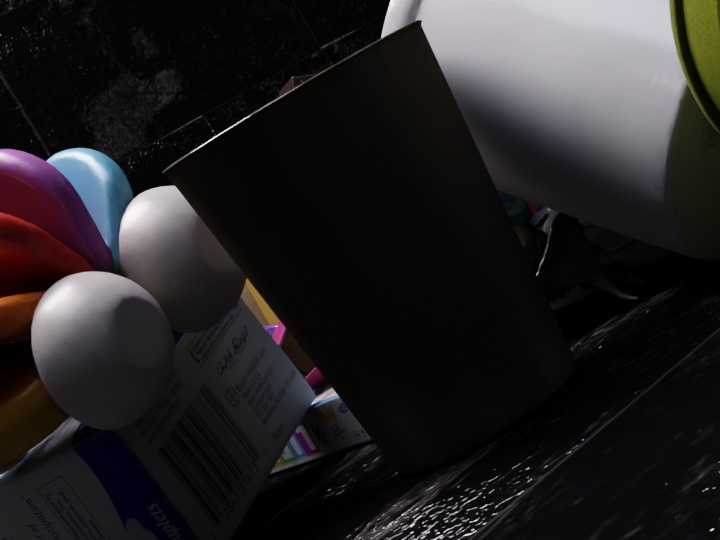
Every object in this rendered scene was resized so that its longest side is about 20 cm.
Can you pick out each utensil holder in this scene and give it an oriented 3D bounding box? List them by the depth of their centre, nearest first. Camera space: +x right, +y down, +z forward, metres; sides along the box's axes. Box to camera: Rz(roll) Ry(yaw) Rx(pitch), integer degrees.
[{"bbox_3d":[0.139,-0.109,1.059,0.200,0.170,0.170,23,43,37],"label":"utensil holder"}]

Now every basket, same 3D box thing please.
[{"bbox_3d":[0.015,-0.006,0.984,0.136,0.200,0.180,-28,4,42],"label":"basket"}]

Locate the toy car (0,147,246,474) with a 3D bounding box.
[{"bbox_3d":[-0.175,0.008,1.024,0.175,0.150,0.200,-23,20,38],"label":"toy car"}]

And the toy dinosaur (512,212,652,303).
[{"bbox_3d":[0.065,0.008,1.123,0.199,0.077,0.102,-18,0,-2],"label":"toy dinosaur"}]

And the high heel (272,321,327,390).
[{"bbox_3d":[0.000,0.000,1.176,0.096,0.067,0.200,-52,-11,-51],"label":"high heel"}]

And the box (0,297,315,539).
[{"bbox_3d":[-0.154,0.121,1.133,0.200,0.105,0.184,-29,15,29],"label":"box"}]

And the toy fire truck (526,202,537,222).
[{"bbox_3d":[0.049,0.020,1.508,0.200,0.049,0.141,-34,5,-37],"label":"toy fire truck"}]

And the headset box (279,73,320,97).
[{"bbox_3d":[0.030,-0.049,1.386,0.148,0.201,0.077,-9,-1,-10],"label":"headset box"}]

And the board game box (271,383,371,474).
[{"bbox_3d":[-0.010,0.084,1.255,0.134,0.034,0.200,-34,5,-36],"label":"board game box"}]

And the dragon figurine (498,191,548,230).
[{"bbox_3d":[0.098,-0.022,1.281,0.099,0.059,0.200,-47,-26,18],"label":"dragon figurine"}]

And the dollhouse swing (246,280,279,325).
[{"bbox_3d":[0.013,-0.059,1.238,0.200,0.182,0.176,-32,15,-11],"label":"dollhouse swing"}]

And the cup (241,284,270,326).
[{"bbox_3d":[-0.146,0.083,1.366,0.200,0.200,0.143,-27,25,40],"label":"cup"}]

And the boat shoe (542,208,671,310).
[{"bbox_3d":[0.153,-0.031,1.190,0.071,0.070,0.200,-33,1,-38],"label":"boat shoe"}]

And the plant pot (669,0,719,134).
[{"bbox_3d":[0.272,-0.127,0.842,0.200,0.201,0.193,-32,16,-11],"label":"plant pot"}]

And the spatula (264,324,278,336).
[{"bbox_3d":[-0.100,0.044,1.248,0.200,0.021,0.056,7,-14,-37],"label":"spatula"}]
